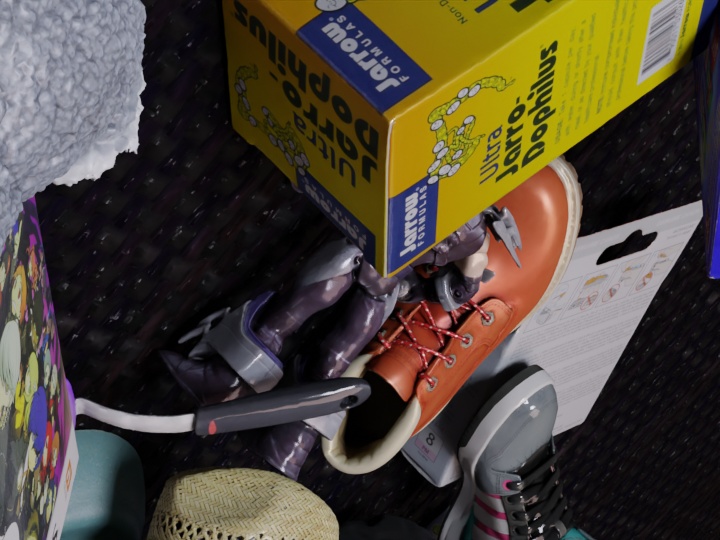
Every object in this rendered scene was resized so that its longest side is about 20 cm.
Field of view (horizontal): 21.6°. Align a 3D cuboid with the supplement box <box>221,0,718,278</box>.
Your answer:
[{"bbox_3d":[0.051,-0.112,0.805,0.199,0.109,0.110,-36,153,-21],"label":"supplement box"}]

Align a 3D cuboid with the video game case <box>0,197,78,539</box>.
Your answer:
[{"bbox_3d":[-0.148,0.078,0.709,0.201,0.035,0.182,90,5,-46],"label":"video game case"}]

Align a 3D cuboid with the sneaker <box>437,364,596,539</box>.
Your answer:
[{"bbox_3d":[0.114,0.158,1.165,0.083,0.121,0.201,-31,150,-29],"label":"sneaker"}]

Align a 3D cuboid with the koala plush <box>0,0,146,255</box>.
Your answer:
[{"bbox_3d":[-0.139,-0.045,0.569,0.200,0.183,0.178,-47,157,-26],"label":"koala plush"}]

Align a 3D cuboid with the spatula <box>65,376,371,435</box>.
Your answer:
[{"bbox_3d":[-0.092,0.067,0.861,0.198,0.021,0.057,-4,141,-10],"label":"spatula"}]

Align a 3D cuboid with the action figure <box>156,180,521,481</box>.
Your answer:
[{"bbox_3d":[0.000,0.000,0.909,0.200,0.069,0.130,-46,124,-1],"label":"action figure"}]

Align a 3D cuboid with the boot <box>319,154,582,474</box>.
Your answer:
[{"bbox_3d":[0.047,0.024,0.999,0.201,0.075,0.107,-57,173,20],"label":"boot"}]

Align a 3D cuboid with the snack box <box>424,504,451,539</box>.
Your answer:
[{"bbox_3d":[0.034,0.281,1.385,0.168,0.068,0.201,-38,154,-16],"label":"snack box"}]

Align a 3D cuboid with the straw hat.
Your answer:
[{"bbox_3d":[-0.057,0.138,0.902,0.201,0.199,0.086,31,69,-64],"label":"straw hat"}]

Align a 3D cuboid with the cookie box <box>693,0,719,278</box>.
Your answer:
[{"bbox_3d":[0.204,-0.125,0.923,0.074,0.202,0.172,-1,150,6],"label":"cookie box"}]

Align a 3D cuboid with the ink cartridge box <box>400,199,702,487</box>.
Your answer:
[{"bbox_3d":[0.122,0.033,1.193,0.162,0.057,0.201,-17,137,-46],"label":"ink cartridge box"}]

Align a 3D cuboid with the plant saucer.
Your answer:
[{"bbox_3d":[-0.179,0.166,0.939,0.199,0.036,0.201,-35,151,-22],"label":"plant saucer"}]

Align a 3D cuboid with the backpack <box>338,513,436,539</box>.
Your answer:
[{"bbox_3d":[-0.028,0.255,1.189,0.166,0.127,0.201,-11,137,-43],"label":"backpack"}]
